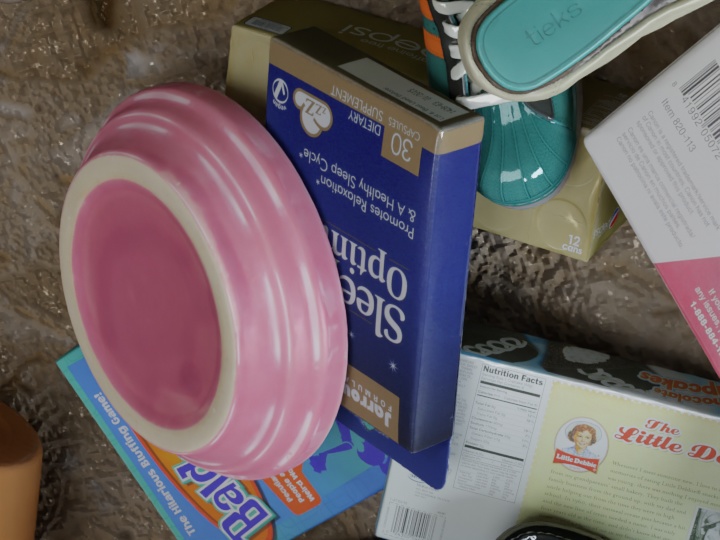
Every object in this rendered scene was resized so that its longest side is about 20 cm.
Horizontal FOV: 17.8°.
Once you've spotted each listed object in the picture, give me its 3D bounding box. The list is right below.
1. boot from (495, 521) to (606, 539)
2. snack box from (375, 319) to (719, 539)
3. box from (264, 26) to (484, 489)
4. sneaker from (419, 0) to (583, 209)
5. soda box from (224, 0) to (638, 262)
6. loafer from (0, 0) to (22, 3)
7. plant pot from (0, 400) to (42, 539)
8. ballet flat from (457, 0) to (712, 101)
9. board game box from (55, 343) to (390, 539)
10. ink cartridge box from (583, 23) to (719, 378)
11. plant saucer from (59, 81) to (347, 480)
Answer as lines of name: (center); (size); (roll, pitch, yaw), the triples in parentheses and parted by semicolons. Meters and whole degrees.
boot: (0.149, 0.185, 1.043); (0.203, 0.154, 0.074); (37, 84, 1)
snack box: (0.115, 0.099, 1.126); (0.199, 0.037, 0.117); (14, 118, 4)
box: (0.000, 0.000, 1.076); (0.121, 0.032, 0.201); (31, 130, 41)
sneaker: (0.052, -0.128, 1.021); (0.071, 0.080, 0.201); (-10, 82, 16)
soda box: (0.035, -0.071, 1.108); (0.199, 0.064, 0.068); (19, 118, 20)
loafer: (-0.113, -0.180, 1.119); (0.200, 0.063, 0.072); (-29, 98, 45)
plant pot: (-0.264, 0.140, 1.289); (0.200, 0.200, 0.141); (27, 104, 15)
ballet flat: (0.130, -0.136, 0.960); (0.199, 0.069, 0.070); (-28, 98, 8)
board game box: (-0.047, 0.061, 1.218); (0.200, 0.045, 0.152); (-33, 94, 34)
ink cartridge box: (0.216, -0.053, 0.964); (0.200, 0.083, 0.147); (-40, 62, 25)
plant saucer: (-0.087, 0.010, 1.123); (0.200, 0.051, 0.201); (24, 123, 44)
